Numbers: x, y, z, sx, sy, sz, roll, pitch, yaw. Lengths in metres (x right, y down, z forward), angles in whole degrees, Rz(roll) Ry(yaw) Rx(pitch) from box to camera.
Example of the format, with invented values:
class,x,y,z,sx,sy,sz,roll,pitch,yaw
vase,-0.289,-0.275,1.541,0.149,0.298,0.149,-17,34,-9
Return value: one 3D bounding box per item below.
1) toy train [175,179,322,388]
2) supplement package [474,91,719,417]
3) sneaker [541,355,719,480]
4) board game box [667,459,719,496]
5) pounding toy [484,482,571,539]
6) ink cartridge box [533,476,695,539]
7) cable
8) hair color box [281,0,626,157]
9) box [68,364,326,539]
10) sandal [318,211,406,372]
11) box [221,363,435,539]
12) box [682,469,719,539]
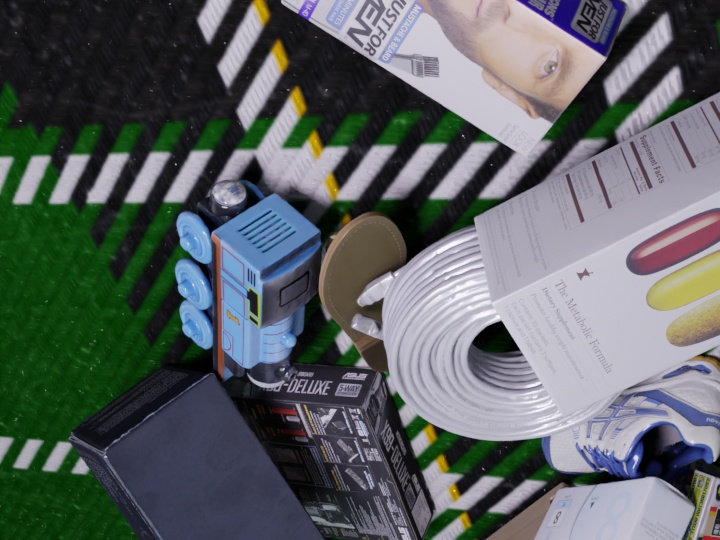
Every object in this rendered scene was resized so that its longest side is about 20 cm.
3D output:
class,x,y,z,sx,sy,sz,roll,pitch,yaw
toy train,-0.092,0.017,1.201,0.114,0.086,0.201,41,146,28
supplement package,0.191,-0.013,0.968,0.199,0.110,0.114,-28,120,14
sneaker,0.213,0.135,1.182,0.075,0.088,0.200,39,139,-17
board game box,0.334,0.260,1.209,0.199,0.135,0.045,30,140,-4
pounding toy,0.198,0.316,1.361,0.200,0.143,0.184,37,125,-13
ink cartridge box,0.165,0.260,1.143,0.047,0.201,0.160,35,159,-11
cable,0.116,0.047,1.119,0.199,0.069,0.200,34,125,-25
hair color box,0.060,-0.175,0.963,0.199,0.065,0.109,30,139,-6
box,-0.149,0.201,1.324,0.201,0.124,0.196,57,165,-10
sandal,-0.005,0.003,1.179,0.070,0.077,0.212,53,170,33
box,-0.032,0.174,1.379,0.157,0.050,0.201,1,133,27
box,0.337,0.236,1.137,0.199,0.111,0.035,18,178,-12
